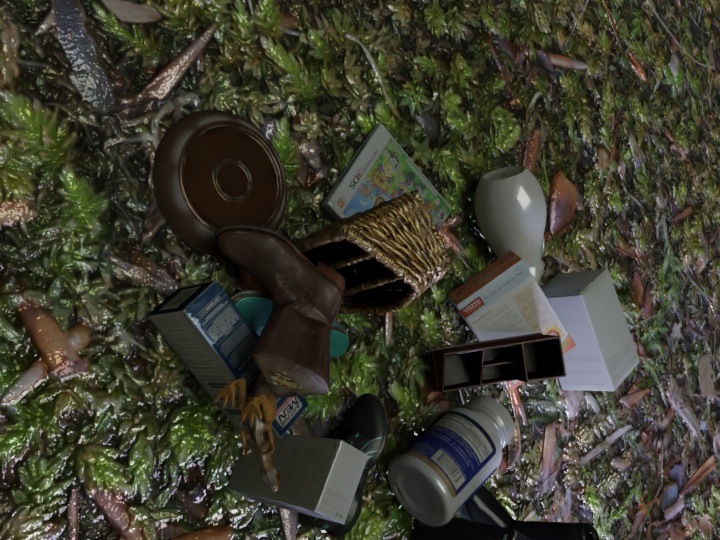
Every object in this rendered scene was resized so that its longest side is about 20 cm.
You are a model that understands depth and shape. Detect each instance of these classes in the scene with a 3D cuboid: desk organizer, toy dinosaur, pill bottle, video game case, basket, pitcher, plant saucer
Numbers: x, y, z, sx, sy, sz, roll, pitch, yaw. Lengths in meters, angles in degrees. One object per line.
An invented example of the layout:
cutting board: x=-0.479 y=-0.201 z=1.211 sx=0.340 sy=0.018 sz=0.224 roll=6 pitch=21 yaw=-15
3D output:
desk organizer: x=0.220 y=0.149 z=1.143 sx=0.199 sy=0.077 sz=0.072 roll=-8 pitch=88 yaw=-9
toy dinosaur: x=-0.115 y=0.148 z=0.818 sx=0.106 sy=0.060 sz=0.201 roll=43 pitch=49 yaw=-65
pill bottle: x=0.147 y=0.283 z=1.094 sx=0.200 sy=0.120 sz=0.120 roll=-32 pitch=104 yaw=-38
video game case: x=0.049 y=-0.101 z=1.129 sx=0.200 sy=0.022 sz=0.182 roll=46 pitch=58 yaw=-26
basket: x=0.000 y=0.000 z=0.957 sx=0.149 sy=0.200 sz=0.143 roll=-31 pitch=99 yaw=-40
pitcher: x=0.282 y=-0.087 z=1.271 sx=0.172 sy=0.121 sz=0.201 roll=-42 pitch=122 yaw=-51
plant saucer: x=-0.174 y=-0.117 z=0.941 sx=0.200 sy=0.032 sz=0.201 roll=6 pitch=80 yaw=-38

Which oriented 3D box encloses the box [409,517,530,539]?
box: x=0.152 y=0.463 z=1.021 sx=0.104 sy=0.200 sz=0.183 roll=38 pitch=63 yaw=-28

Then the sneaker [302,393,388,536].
sneaker: x=-0.021 y=0.261 z=0.987 sx=0.079 sy=0.075 sz=0.201 roll=32 pitch=65 yaw=-30

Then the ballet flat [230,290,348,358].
ballet flat: x=-0.105 y=0.069 z=0.951 sx=0.200 sy=0.074 sz=0.074 roll=29 pitch=66 yaw=-38

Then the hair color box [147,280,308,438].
hair color box: x=-0.161 y=0.111 z=0.873 sx=0.061 sy=0.100 sz=0.200 roll=-46 pitch=113 yaw=-35

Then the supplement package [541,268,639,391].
supplement package: x=0.427 y=0.113 z=1.353 sx=0.117 sy=0.117 sz=0.201 roll=-32 pitch=105 yaw=-38

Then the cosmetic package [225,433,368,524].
cosmetic package: x=-0.080 y=0.244 z=0.857 sx=0.051 sy=0.200 sz=0.083 roll=34 pitch=64 yaw=-30

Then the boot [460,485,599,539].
boot: x=0.270 y=0.408 z=1.126 sx=0.066 sy=0.200 sz=0.165 roll=-47 pitch=113 yaw=-34

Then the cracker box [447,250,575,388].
cracker box: x=0.259 y=0.085 z=1.213 sx=0.134 sy=0.058 sz=0.200 roll=-35 pitch=112 yaw=3

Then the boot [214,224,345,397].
boot: x=-0.108 y=0.046 z=0.833 sx=0.186 sy=0.064 sz=0.200 roll=23 pitch=40 yaw=-9
